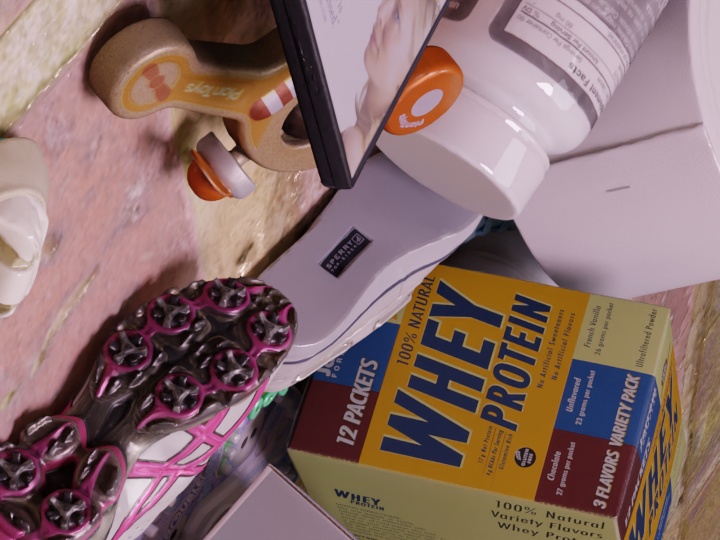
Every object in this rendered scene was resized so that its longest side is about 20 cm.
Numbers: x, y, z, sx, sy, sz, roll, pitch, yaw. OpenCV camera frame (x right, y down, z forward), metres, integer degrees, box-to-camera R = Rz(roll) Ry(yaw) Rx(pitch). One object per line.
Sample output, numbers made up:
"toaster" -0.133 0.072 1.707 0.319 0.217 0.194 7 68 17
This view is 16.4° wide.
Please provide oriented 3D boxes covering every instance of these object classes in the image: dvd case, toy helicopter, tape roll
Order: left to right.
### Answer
"toy helicopter" -0.055 -0.080 1.146 0.132 0.079 0.200 -48 153 25
"dvd case" 0.012 -0.153 1.086 0.143 0.018 0.200 74 32 -43
"tape roll" 0.184 -0.090 1.498 0.203 0.139 0.203 28 56 -51

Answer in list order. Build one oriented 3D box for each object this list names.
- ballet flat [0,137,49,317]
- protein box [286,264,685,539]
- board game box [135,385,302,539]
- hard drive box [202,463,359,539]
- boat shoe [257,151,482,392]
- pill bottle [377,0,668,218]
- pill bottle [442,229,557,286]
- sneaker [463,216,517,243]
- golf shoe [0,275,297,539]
"ballet flat" -0.165 0.001 0.967 0.200 0.069 0.070 -33 146 -56
"protein box" 0.082 0.105 1.500 0.200 0.198 0.135 70 34 -62
"board game box" -0.084 0.156 1.460 0.200 0.026 0.200 -58 161 -9
"hard drive box" -0.072 0.222 1.402 0.200 0.077 0.156 -48 160 -5
"boat shoe" 0.000 0.000 1.405 0.200 0.071 0.070 -45 167 -37
"pill bottle" 0.095 -0.136 1.361 0.200 0.114 0.114 -58 161 -11
"pill bottle" 0.129 -0.020 1.638 0.200 0.114 0.114 -50 158 -32
"sneaker" 0.087 -0.054 1.527 0.200 0.082 0.074 -44 154 -43
"golf shoe" -0.111 0.080 1.224 0.200 0.073 0.092 -41 160 -25
